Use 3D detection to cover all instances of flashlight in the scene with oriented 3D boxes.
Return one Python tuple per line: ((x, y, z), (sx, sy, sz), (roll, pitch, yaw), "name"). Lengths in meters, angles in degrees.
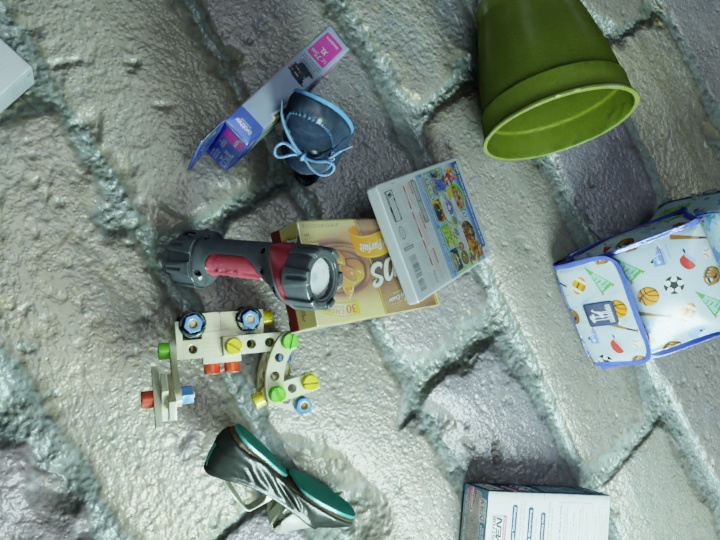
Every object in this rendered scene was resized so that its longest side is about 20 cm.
((-0.117, 0.001, 0.684), (0.068, 0.199, 0.068), (-50, 134, -45), "flashlight")

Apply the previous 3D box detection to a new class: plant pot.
((0.237, -0.277, 0.873), (0.199, 0.200, 0.194), (-7, 77, -24), "plant pot")

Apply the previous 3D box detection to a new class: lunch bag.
((0.529, -0.020, 0.983), (0.082, 0.161, 0.200), (-43, 104, -26), "lunch bag")
((0.391, 0.031, 0.918), (0.199, 0.124, 0.171), (-21, 95, 19), "lunch bag")

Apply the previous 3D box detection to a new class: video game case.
((0.093, -0.056, 0.824), (0.200, 0.018, 0.144), (-27, 98, -50), "video game case")

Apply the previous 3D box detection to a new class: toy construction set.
((-0.144, 0.107, 0.721), (0.199, 0.092, 0.132), (-2, 86, -35), "toy construction set")

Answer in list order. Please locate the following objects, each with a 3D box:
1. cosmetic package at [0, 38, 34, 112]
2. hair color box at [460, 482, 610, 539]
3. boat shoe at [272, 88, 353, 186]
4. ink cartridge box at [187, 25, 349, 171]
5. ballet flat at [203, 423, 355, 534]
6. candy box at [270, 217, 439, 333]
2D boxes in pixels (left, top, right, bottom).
((-0.449, -0.211, 0.631), (0.200, 0.052, 0.151), (44, 68, -14), "cosmetic package")
((0.232, 0.339, 0.873), (0.199, 0.060, 0.101), (10, 81, -23), "hair color box")
((-0.048, -0.132, 0.720), (0.084, 0.200, 0.069), (28, 85, 8), "boat shoe")
((-0.106, -0.180, 0.740), (0.042, 0.119, 0.200), (48, 69, -11), "ink cartridge box")
((-0.094, 0.245, 0.737), (0.068, 0.068, 0.200), (-47, 113, -2), "ballet flat")
((0.000, 0.000, 0.770), (0.199, 0.055, 0.116), (-6, 83, -43), "candy box")
